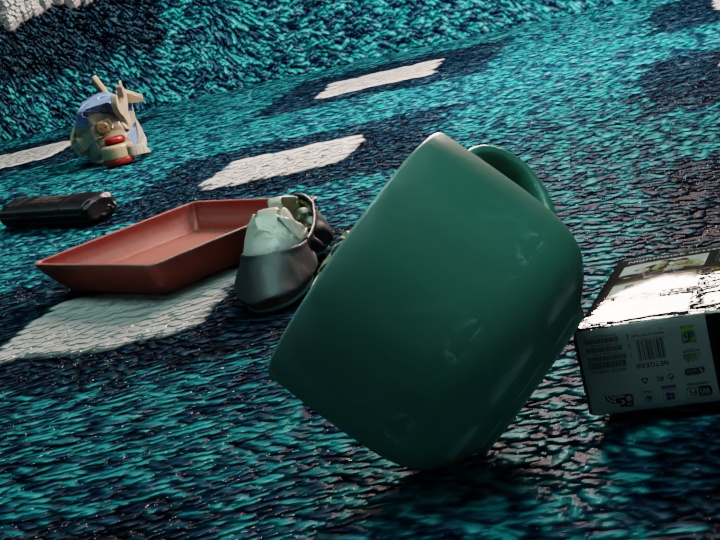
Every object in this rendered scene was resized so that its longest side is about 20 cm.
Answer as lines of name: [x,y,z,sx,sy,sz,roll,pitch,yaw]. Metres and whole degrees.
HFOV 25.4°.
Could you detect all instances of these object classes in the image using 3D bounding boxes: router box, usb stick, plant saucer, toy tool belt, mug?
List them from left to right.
usb stick: [-0.367,-0.072,1.923,0.200,0.033,0.055,0,26,47]
toy tool belt: [-0.382,-0.227,2.392,0.124,0.123,0.200,-16,13,-8]
plant saucer: [-0.169,-0.022,1.484,0.200,0.037,0.199,-26,17,-39]
mug: [0.052,0.012,0.812,0.185,0.114,0.152,-53,-6,-11]
router box: [0.226,0.020,0.848,0.199,0.051,0.149,-9,12,21]

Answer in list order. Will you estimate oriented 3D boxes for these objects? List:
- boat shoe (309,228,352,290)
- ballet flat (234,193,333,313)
boat shoe: [0.000,0.000,1.150,0.072,0.062,0.200,-9,15,22]
ballet flat: [-0.067,-0.023,1.311,0.073,0.073,0.200,-11,13,12]
